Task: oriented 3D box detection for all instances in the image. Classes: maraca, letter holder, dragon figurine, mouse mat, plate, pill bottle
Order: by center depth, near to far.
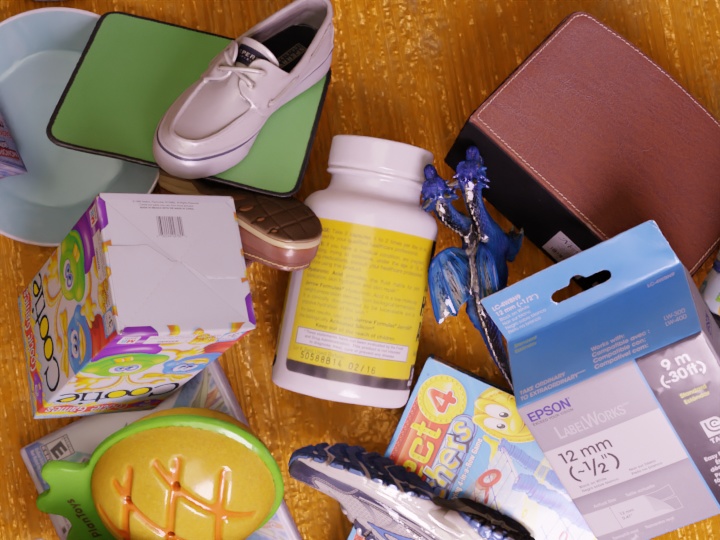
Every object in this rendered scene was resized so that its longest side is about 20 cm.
[{"bbox_3d":[0.089,0.010,0.904,0.059,0.099,0.201,-9,81,30],"label":"dragon figurine"},{"bbox_3d":[-0.155,0.172,0.924,0.199,0.107,0.137,-19,119,17],"label":"maraca"},{"bbox_3d":[0.191,-0.081,0.929,0.200,0.101,0.142,43,75,4],"label":"letter holder"},{"bbox_3d":[0.000,0.000,0.935,0.111,0.111,0.201,10,90,5],"label":"pill bottle"},{"bbox_3d":[-0.131,-0.135,0.947,0.199,0.008,0.161,14,51,-1],"label":"mouse mat"},{"bbox_3d":[-0.254,-0.119,1.003,0.199,0.026,0.201,0,87,4],"label":"plate"}]

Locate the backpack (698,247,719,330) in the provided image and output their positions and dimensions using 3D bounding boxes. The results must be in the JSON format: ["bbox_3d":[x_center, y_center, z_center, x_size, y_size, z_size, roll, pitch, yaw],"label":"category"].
[{"bbox_3d":[0.338,0.033,0.832,0.199,0.163,0.154,17,100,35],"label":"backpack"}]

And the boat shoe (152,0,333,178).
[{"bbox_3d":[-0.085,-0.148,0.919,0.072,0.066,0.200,37,55,17],"label":"boat shoe"}]

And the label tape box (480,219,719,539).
[{"bbox_3d":[0.189,0.085,0.837,0.143,0.066,0.200,-27,107,24],"label":"label tape box"}]

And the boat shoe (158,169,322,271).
[{"bbox_3d":[-0.096,-0.032,0.926,0.072,0.200,0.068,-4,109,-36],"label":"boat shoe"}]

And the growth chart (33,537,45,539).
[{"bbox_3d":[-0.161,0.229,0.910,0.199,0.145,0.018,9,67,-4],"label":"growth chart"}]

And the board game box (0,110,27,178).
[{"bbox_3d":[-0.377,-0.123,0.973,0.200,0.062,0.200,-42,77,8],"label":"board game box"}]

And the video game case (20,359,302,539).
[{"bbox_3d":[-0.160,0.198,0.986,0.182,0.022,0.201,-26,86,3],"label":"video game case"}]

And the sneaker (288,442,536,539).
[{"bbox_3d":[0.029,0.198,0.891,0.199,0.077,0.085,26,95,5],"label":"sneaker"}]

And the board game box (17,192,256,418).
[{"bbox_3d":[-0.172,0.031,0.886,0.105,0.200,0.103,-1,69,-32],"label":"board game box"}]

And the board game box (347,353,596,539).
[{"bbox_3d":[0.103,0.196,0.949,0.195,0.056,0.201,23,90,5],"label":"board game box"}]
